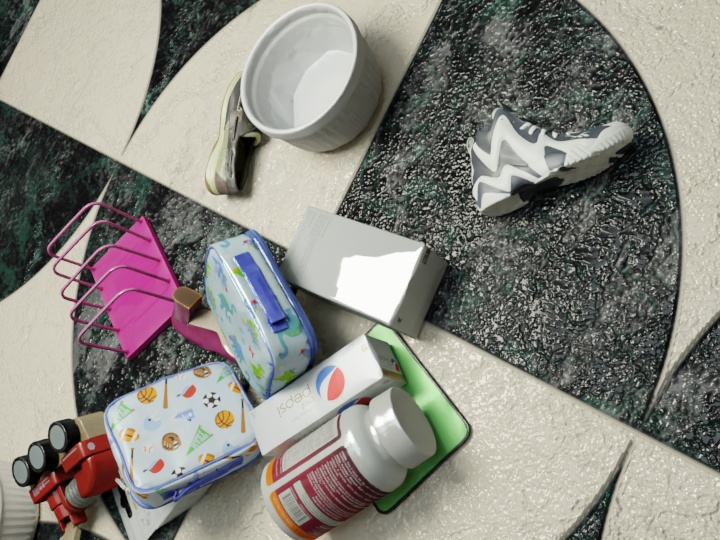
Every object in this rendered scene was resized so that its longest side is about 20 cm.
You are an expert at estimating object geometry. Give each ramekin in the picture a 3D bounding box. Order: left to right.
[{"bbox_3d":[-0.615,0.400,1.226,0.199,0.105,0.202,-9,71,28],"label":"ramekin"},{"bbox_3d":[-0.064,-0.269,1.096,0.199,0.105,0.202,-11,69,28],"label":"ramekin"}]

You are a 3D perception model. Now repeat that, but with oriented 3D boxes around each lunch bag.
[{"bbox_3d":[-0.236,0.222,1.013,0.199,0.076,0.161,-22,60,-23],"label":"lunch bag"},{"bbox_3d":[-0.132,0.059,0.996,0.082,0.161,0.201,-23,66,-23],"label":"lunch bag"}]

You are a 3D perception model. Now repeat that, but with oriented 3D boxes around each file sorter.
[{"bbox_3d":[-0.394,0.011,1.203,0.139,0.125,0.201,-42,58,14],"label":"file sorter"}]

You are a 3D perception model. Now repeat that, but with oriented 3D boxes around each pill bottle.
[{"bbox_3d":[-0.014,0.230,0.906,0.199,0.109,0.110,-36,60,17],"label":"pill bottle"}]

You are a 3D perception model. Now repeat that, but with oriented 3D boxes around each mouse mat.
[{"bbox_3d":[0.030,0.182,0.964,0.161,0.008,0.200,-46,58,11],"label":"mouse mat"}]

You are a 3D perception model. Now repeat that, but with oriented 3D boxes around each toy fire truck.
[{"bbox_3d":[-0.420,0.334,1.120,0.176,0.128,0.201,-39,73,27],"label":"toy fire truck"}]

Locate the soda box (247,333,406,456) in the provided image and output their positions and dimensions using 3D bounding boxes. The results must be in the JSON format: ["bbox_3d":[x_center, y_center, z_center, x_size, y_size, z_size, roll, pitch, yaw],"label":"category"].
[{"bbox_3d":[-0.044,0.164,0.969,0.199,0.068,0.064,-36,61,17],"label":"soda box"}]

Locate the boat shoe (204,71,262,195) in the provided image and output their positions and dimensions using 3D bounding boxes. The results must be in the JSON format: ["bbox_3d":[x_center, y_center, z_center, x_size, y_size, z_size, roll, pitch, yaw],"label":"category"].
[{"bbox_3d":[-0.184,-0.211,1.185,0.065,0.072,0.203,11,81,23],"label":"boat shoe"}]

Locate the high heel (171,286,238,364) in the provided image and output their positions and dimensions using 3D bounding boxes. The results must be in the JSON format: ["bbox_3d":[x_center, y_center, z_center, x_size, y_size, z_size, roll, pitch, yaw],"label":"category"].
[{"bbox_3d":[-0.197,0.104,1.115,0.199,0.097,0.067,36,55,21],"label":"high heel"}]

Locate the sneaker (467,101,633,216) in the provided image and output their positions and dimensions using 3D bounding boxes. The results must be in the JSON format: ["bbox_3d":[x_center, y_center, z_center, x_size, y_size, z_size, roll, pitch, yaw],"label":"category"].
[{"bbox_3d":[0.215,-0.162,0.916,0.198,0.079,0.131,-27,70,33],"label":"sneaker"}]

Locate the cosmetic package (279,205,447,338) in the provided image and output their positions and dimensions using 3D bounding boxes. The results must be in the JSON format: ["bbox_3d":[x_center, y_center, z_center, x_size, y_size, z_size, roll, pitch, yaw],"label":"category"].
[{"bbox_3d":[0.000,0.000,0.994,0.199,0.081,0.114,23,84,33],"label":"cosmetic package"}]

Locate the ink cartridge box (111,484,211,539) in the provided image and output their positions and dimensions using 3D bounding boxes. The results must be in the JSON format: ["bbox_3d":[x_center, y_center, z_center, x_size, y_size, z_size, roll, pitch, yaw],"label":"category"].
[{"bbox_3d":[-0.298,0.290,1.117,0.200,0.057,0.163,-54,54,30],"label":"ink cartridge box"}]
